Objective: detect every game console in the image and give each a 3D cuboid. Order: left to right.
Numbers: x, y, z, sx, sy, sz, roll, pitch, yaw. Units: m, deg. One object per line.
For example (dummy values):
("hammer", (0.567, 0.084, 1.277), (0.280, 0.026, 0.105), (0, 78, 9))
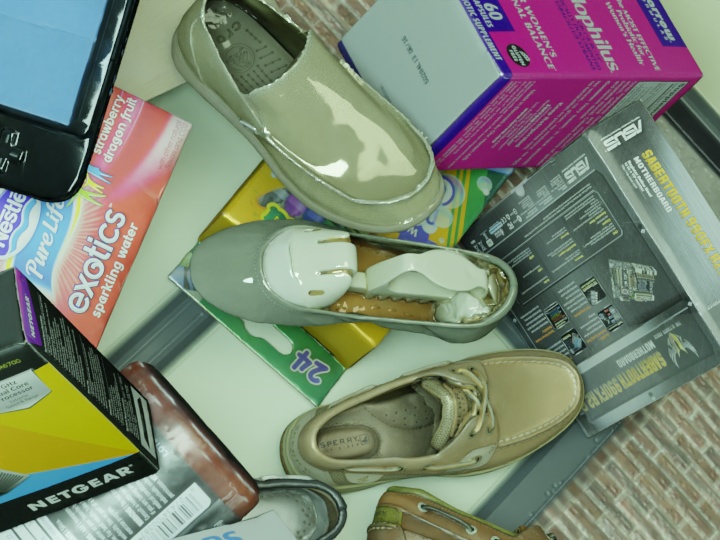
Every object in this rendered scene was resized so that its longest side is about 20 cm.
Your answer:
("game console", (-0.212, -0.152, 1.350), (0.172, 0.119, 0.201), (18, 93, 6))

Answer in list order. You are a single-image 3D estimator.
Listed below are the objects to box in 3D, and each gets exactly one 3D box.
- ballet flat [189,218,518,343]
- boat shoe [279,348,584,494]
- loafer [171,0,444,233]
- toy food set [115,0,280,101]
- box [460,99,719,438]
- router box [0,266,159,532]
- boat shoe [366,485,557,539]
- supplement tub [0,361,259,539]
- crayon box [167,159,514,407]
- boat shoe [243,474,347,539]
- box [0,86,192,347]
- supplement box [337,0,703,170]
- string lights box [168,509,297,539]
("ballet flat", (0.000, 0.000, 1.510), (0.199, 0.064, 0.068), (8, 68, -21))
("boat shoe", (0.052, 0.091, 1.545), (0.200, 0.065, 0.071), (-16, 81, -20))
("loafer", (-0.035, -0.097, 1.509), (0.200, 0.068, 0.076), (37, 71, 15))
("toy food set", (-0.153, -0.173, 1.577), (0.200, 0.060, 0.144), (-29, 95, -27))
("box", (0.154, 0.003, 1.557), (0.048, 0.200, 0.159), (-31, 85, -26))
("router box", (-0.223, 0.085, 1.286), (0.200, 0.149, 0.051), (-22, 54, 12))
("boat shoe", (0.099, 0.184, 1.540), (0.200, 0.072, 0.068), (21, 65, -16))
("supplement tub", (-0.158, 0.149, 1.377), (0.200, 0.107, 0.107), (-42, 91, -3))
("crayon box", (-0.009, -0.031, 1.584), (0.126, 0.052, 0.200), (41, 61, -5))
("boat shoe", (-0.102, 0.160, 1.465), (0.200, 0.060, 0.074), (-8, 81, -23))
("box", (-0.185, -0.010, 1.455), (0.100, 0.095, 0.200), (26, 74, -12))
("supplement box", (0.103, -0.131, 1.600), (0.200, 0.103, 0.101), (-4, 59, -47))
("string lights box", (-0.086, 0.232, 1.373), (0.103, 0.200, 0.059), (-13, 40, -27))
